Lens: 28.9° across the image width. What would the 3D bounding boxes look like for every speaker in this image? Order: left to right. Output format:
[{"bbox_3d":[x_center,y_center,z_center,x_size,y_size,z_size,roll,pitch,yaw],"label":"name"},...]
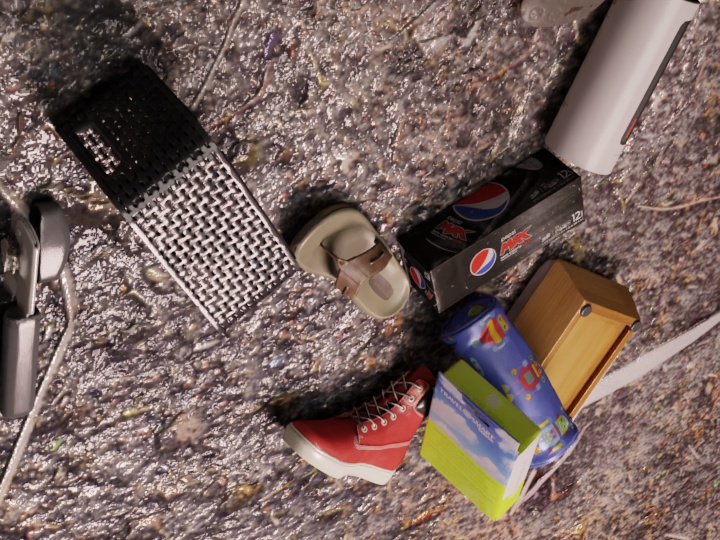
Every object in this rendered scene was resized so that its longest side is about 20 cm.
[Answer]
[{"bbox_3d":[0.265,-0.202,1.432,0.081,0.081,0.201,4,120,-42],"label":"speaker"}]

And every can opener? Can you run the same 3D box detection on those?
[{"bbox_3d":[-0.284,0.038,1.193,0.066,0.053,0.201,-9,129,-36],"label":"can opener"}]

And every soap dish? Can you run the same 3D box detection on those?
[{"bbox_3d":[0.231,0.094,1.653,0.157,0.081,0.201,18,109,-47],"label":"soap dish"}]

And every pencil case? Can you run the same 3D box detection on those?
[{"bbox_3d":[0.161,0.122,1.549,0.078,0.087,0.201,-43,106,-37],"label":"pencil case"}]

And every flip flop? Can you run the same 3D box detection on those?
[{"bbox_3d":[0.000,0.000,1.396,0.081,0.058,0.200,-44,140,0],"label":"flip flop"}]

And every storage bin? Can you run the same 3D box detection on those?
[{"bbox_3d":[-0.148,-0.058,1.160,0.094,0.135,0.200,-40,140,-5],"label":"storage bin"}]

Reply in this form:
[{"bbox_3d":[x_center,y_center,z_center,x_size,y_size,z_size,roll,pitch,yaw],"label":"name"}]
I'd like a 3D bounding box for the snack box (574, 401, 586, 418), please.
[{"bbox_3d":[0.273,0.137,1.767,0.072,0.024,0.201,13,114,-47],"label":"snack box"}]

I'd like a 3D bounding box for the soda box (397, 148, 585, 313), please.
[{"bbox_3d":[0.140,-0.044,1.472,0.199,0.063,0.071,-32,138,-16],"label":"soda box"}]

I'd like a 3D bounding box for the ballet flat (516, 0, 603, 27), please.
[{"bbox_3d":[0.232,-0.300,1.355,0.199,0.046,0.068,-32,138,-7],"label":"ballet flat"}]

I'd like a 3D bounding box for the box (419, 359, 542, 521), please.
[{"bbox_3d":[0.130,0.184,1.535,0.048,0.122,0.201,-39,157,-25],"label":"box"}]

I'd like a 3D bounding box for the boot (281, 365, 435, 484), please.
[{"bbox_3d":[0.009,0.155,1.529,0.145,0.072,0.200,-54,147,11],"label":"boot"}]
